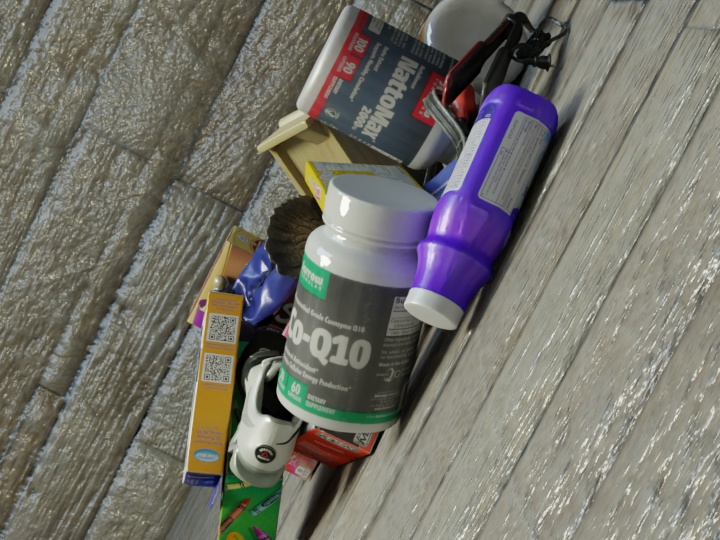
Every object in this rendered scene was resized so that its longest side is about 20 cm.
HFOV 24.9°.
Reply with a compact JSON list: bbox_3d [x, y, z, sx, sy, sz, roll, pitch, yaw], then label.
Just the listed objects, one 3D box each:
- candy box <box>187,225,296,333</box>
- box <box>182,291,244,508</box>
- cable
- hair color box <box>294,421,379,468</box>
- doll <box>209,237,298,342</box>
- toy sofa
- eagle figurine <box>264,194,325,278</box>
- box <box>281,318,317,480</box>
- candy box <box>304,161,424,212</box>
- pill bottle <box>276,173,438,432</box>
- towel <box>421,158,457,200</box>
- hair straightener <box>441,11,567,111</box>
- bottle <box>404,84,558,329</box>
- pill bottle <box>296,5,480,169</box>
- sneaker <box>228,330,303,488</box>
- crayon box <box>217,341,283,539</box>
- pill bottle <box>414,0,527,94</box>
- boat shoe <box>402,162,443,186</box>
[{"bbox_3d":[-0.085,0.047,1.889,0.117,0.200,0.056,-61,6,23],"label":"candy box"},{"bbox_3d":[-0.147,0.131,1.608,0.119,0.041,0.201,120,159,-74],"label":"box"},{"bbox_3d":[0.102,-0.126,1.460,0.050,0.097,0.200,-60,6,22],"label":"cable"},{"bbox_3d":[-0.016,0.128,1.570,0.200,0.061,0.102,133,162,-76],"label":"hair color box"},{"bbox_3d":[-0.125,0.049,1.809,0.200,0.048,0.137,-52,50,32],"label":"doll"},{"bbox_3d":[-0.009,-0.088,1.743,0.083,0.200,0.098,-24,16,43],"label":"toy sofa"},{"bbox_3d":[-0.001,0.007,1.591,0.200,0.151,0.151,65,-161,-72],"label":"eagle figurine"},{"bbox_3d":[-0.054,0.116,1.794,0.200,0.099,0.096,-60,6,27],"label":"box"},{"bbox_3d":[0.005,-0.077,1.571,0.200,0.102,0.027,-118,34,-76],"label":"candy box"},{"bbox_3d":[0.000,0.027,1.390,0.113,0.113,0.201,-80,2,-72],"label":"pill bottle"},{"bbox_3d":[0.079,-0.059,1.520,0.145,0.024,0.200,-39,14,21],"label":"towel"},{"bbox_3d":[0.145,-0.194,1.522,0.200,0.077,0.041,-47,-30,-54],"label":"hair straightener"},{"bbox_3d":[0.096,-0.050,1.323,0.084,0.065,0.200,112,-177,-74],"label":"bottle"},{"bbox_3d":[0.048,-0.172,1.651,0.120,0.200,0.120,-63,6,11],"label":"pill bottle"},{"bbox_3d":[-0.076,0.110,1.557,0.200,0.074,0.089,-92,23,-54],"label":"sneaker"},{"bbox_3d":[-0.108,0.181,1.653,0.200,0.058,0.119,-91,8,-52],"label":"crayon box"},{"bbox_3d":[0.102,-0.216,1.801,0.117,0.116,0.200,-65,5,-21],"label":"pill bottle"},{"bbox_3d":[0.052,-0.053,1.831,0.201,0.072,0.068,-69,-22,2],"label":"boat shoe"}]
